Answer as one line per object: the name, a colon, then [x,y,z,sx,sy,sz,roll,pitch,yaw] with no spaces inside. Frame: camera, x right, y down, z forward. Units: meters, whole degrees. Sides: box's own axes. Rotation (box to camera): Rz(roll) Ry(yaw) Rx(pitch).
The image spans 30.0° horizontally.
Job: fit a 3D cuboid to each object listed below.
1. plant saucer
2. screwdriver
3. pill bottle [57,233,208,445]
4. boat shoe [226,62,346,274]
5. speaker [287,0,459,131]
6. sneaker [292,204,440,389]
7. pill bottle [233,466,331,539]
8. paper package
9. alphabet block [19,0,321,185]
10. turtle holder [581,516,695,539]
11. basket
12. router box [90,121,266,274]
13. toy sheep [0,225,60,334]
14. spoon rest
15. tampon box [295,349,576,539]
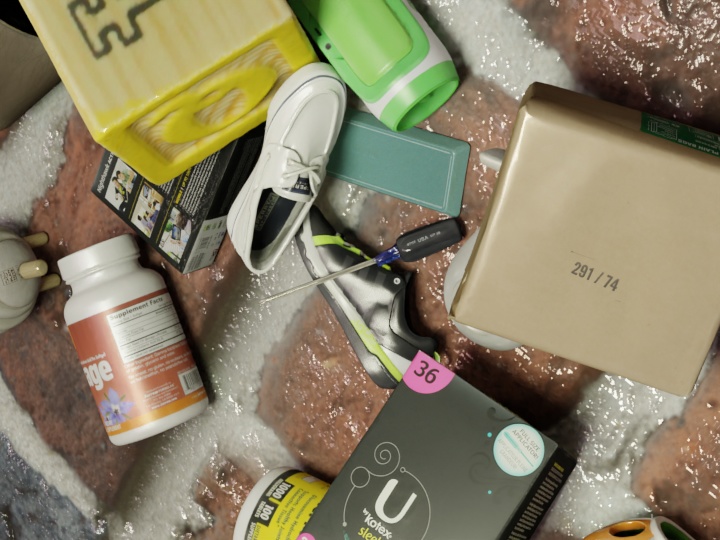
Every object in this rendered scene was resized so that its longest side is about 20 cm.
plant saucer: [0.008,-0.107,1.240,0.198,0.019,0.071,20,114,28]
screwdriver: [0.000,0.000,1.215,0.198,0.028,0.029,-25,104,7]
pill bottle: [-0.242,0.070,1.402,0.111,0.112,0.202,-20,91,36]
boat shoe: [-0.059,-0.086,1.201,0.202,0.073,0.066,-67,31,30]
speaker: [0.000,-0.222,1.171,0.088,0.088,0.201,-42,79,35]
sneaker: [0.011,0.014,1.256,0.082,0.072,0.202,-31,83,7]
pill bottle: [-0.017,0.276,1.305,0.198,0.112,0.114,19,113,28]
paper package: [0.192,-0.028,1.042,0.197,0.104,0.193,19,115,4]
alphabet block: [-0.169,-0.222,1.173,0.195,0.195,0.202,-31,80,4]
turtle holder: [0.246,0.293,1.116,0.186,0.140,0.132,47,107,25]
basket: [-0.360,-0.238,1.375,0.199,0.179,0.138,-35,63,44]
router box: [-0.179,-0.122,1.341,0.149,0.051,0.201,40,121,21]
toy sheep: [-0.414,0.009,1.489,0.198,0.137,0.140,-17,93,36]
spoon rest: [0.122,-0.017,1.171,0.099,0.060,0.202,27,130,27]
tampon box: [0.069,0.201,1.166,0.149,0.126,0.201,32,86,22]
